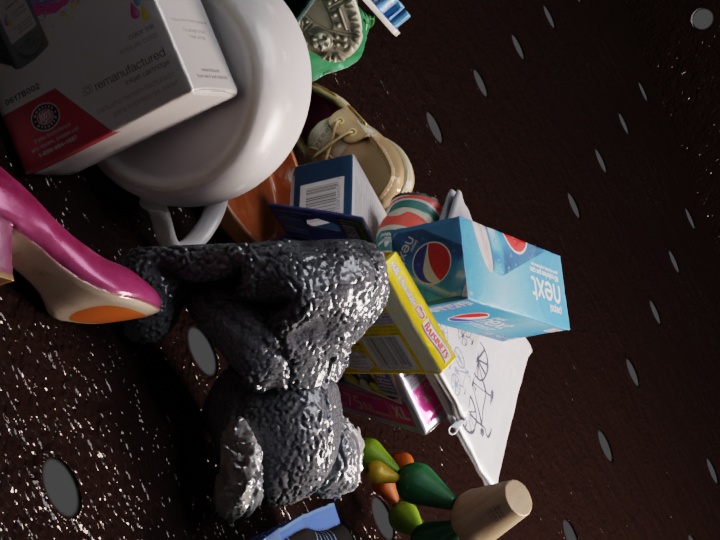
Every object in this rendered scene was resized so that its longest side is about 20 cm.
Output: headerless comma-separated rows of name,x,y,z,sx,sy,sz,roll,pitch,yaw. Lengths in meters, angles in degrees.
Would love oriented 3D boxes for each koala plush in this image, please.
koala plush,-0.062,0.079,1.431,0.177,0.184,0.200,-1,88,-57

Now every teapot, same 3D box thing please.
teapot,-0.113,-0.138,1.486,0.198,0.200,0.146,63,24,7

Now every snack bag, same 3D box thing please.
snack bag,0.097,0.062,1.671,0.200,0.021,0.189,63,30,-33

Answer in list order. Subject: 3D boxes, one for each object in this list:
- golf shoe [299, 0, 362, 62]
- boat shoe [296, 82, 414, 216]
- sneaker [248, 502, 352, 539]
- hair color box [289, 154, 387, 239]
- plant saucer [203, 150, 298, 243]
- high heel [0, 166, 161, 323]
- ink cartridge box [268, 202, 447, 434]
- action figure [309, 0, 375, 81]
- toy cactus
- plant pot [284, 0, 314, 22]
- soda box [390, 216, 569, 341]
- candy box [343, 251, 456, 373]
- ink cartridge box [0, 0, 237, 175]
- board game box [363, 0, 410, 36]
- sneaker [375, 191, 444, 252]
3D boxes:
golf shoe,-0.055,-0.280,1.772,0.200,0.078,0.097,55,26,0
boat shoe,-0.022,-0.114,1.814,0.069,0.074,0.200,28,11,-39
sneaker,-0.046,0.221,1.427,0.078,0.070,0.200,64,19,7
hair color box,0.000,0.000,1.743,0.200,0.060,0.100,59,26,-48
plant saucer,-0.108,-0.098,1.681,0.200,0.032,0.200,50,26,-36
high heel,-0.204,-0.023,1.306,0.200,0.067,0.096,16,63,-49
ink cartridge box,-0.010,0.039,1.617,0.042,0.119,0.200,-40,123,-30
action figure,-0.049,-0.219,1.846,0.200,0.055,0.118,-21,107,-51
toy cactus,0.064,0.212,1.601,0.102,0.165,0.200,-15,76,-50
plant pot,-0.112,-0.242,1.631,0.141,0.141,0.200,36,19,-6
soda box,0.099,0.010,1.599,0.200,0.064,0.068,18,64,-60
candy box,-0.017,0.036,1.556,0.026,0.200,0.102,-40,112,-32
ink cartridge box,-0.196,-0.184,1.385,0.200,0.147,0.086,66,19,3
board game box,-0.035,-0.340,1.955,0.200,0.026,0.200,45,11,-27
sneaker,0.055,0.037,1.703,0.093,0.070,0.200,-56,134,-49
